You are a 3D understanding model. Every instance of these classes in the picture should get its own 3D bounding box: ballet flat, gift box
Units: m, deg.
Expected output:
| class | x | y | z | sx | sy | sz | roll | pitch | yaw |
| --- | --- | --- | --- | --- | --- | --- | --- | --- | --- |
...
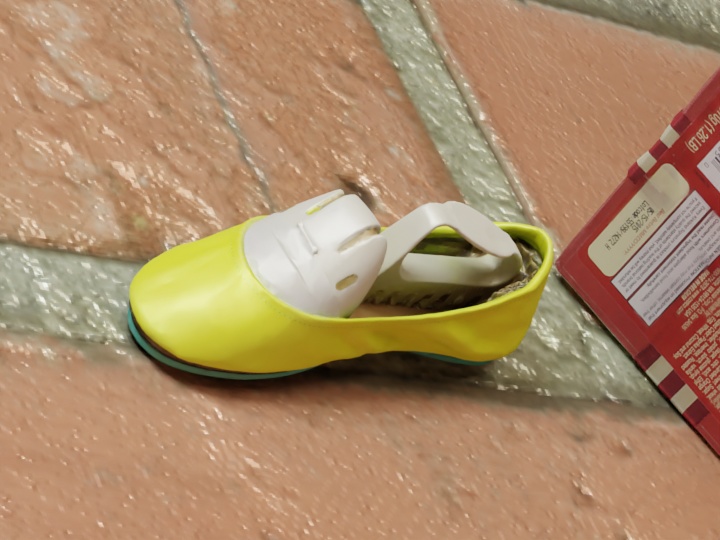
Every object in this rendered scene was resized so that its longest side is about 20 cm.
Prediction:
| class | x | y | z | sx | sy | sz | roll | pitch | yaw |
| --- | --- | --- | --- | --- | --- | --- | --- | --- | --- |
| ballet flat | 0.000 | 0.000 | 0.998 | 0.200 | 0.067 | 0.067 | 2 | 47 | -44 |
| gift box | 0.220 | -0.030 | 1.151 | 0.187 | 0.185 | 0.200 | -18 | 68 | -52 |
